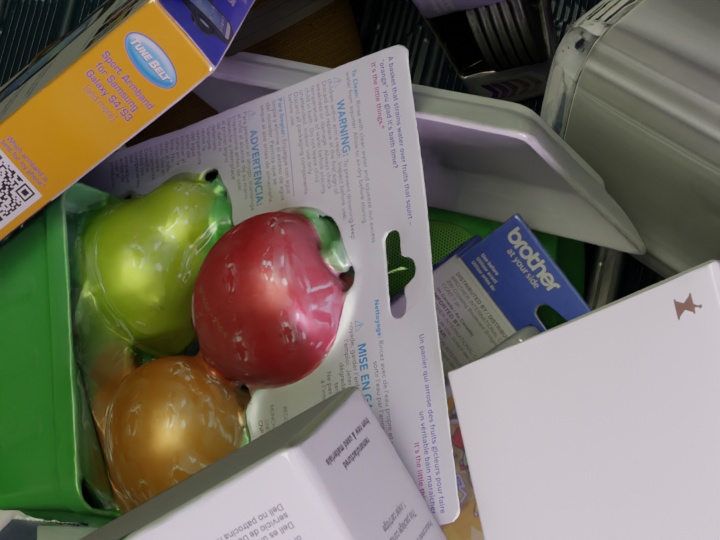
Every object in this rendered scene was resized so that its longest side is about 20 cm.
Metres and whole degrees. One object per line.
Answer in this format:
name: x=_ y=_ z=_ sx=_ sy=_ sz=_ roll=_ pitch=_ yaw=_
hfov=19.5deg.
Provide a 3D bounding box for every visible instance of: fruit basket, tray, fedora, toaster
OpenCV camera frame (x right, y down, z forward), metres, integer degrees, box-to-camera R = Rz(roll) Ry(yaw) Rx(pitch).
fruit basket: x=-0.052 y=0.028 z=0.814 sx=0.198 sy=0.094 sz=0.187 roll=-16 pitch=69 yaw=24
tray: x=0.019 y=-0.055 z=0.863 sx=0.199 sy=0.107 sz=0.022 roll=15 pitch=76 yaw=40
fedora: x=-0.061 y=-0.099 z=0.982 sx=0.199 sy=0.201 sz=0.082 roll=-21 pitch=104 yaw=11
toaster: x=0.162 y=-0.062 z=0.888 sx=0.129 sy=0.114 sz=0.200 roll=32 pitch=47 yaw=27

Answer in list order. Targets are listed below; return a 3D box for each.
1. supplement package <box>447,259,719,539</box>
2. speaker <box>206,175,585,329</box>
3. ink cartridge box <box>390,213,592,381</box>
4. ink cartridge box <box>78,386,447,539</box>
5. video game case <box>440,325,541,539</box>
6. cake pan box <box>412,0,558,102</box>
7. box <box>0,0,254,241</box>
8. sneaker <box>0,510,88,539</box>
supplement package: x=0.145 y=0.080 z=0.762 sx=0.119 sy=0.199 sz=0.122 roll=-24 pitch=69 yaw=35
speaker: x=0.000 y=0.000 z=0.966 sx=0.198 sy=0.088 sz=0.089 roll=2 pitch=77 yaw=17
ink cartridge box: x=0.033 y=0.072 z=0.911 sx=0.200 sy=0.042 sz=0.120 roll=-38 pitch=91 yaw=27
ink cartridge box: x=-0.018 y=0.166 z=0.718 sx=0.146 sy=0.083 sz=0.201 roll=-29 pitch=92 yaw=20
video game case: x=0.045 y=0.151 z=0.889 sx=0.199 sy=0.023 sz=0.183 roll=-35 pitch=86 yaw=26
cake pan box: x=0.043 y=-0.188 z=0.946 sx=0.052 sy=0.184 sz=0.202 roll=-12 pitch=73 yaw=13
box: x=-0.112 y=-0.069 z=0.833 sx=0.199 sy=0.119 sz=0.042 roll=-34 pitch=106 yaw=21
sneaker: x=-0.108 y=0.106 z=0.905 sx=0.084 sy=0.075 sz=0.200 roll=43 pitch=69 yaw=7
